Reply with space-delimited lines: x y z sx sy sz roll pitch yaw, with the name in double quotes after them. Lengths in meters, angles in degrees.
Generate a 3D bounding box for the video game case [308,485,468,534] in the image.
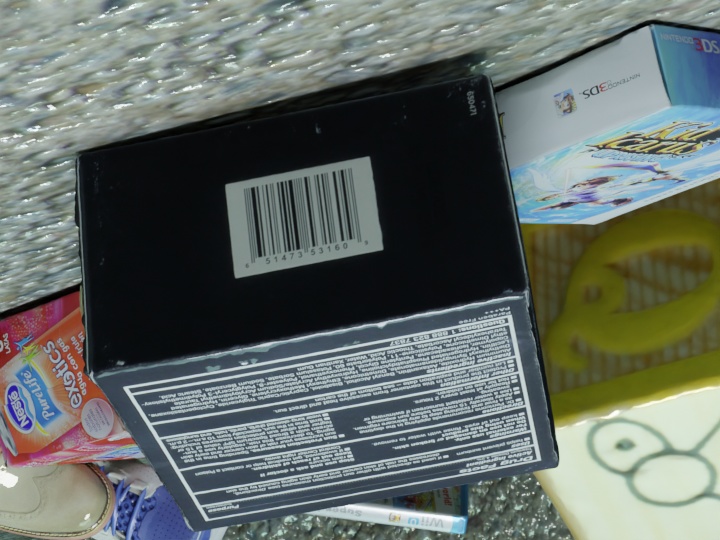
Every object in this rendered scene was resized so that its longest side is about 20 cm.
-0.020 0.137 1.496 0.198 0.018 0.143 7 -155 0 "video game case"

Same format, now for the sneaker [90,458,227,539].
-0.191 0.150 1.400 0.115 0.081 0.199 15 -168 -48 "sneaker"

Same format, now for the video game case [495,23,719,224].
0.135 -0.070 1.066 0.181 0.046 0.199 -22 167 38 "video game case"

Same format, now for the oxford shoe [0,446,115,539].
-0.255 0.121 1.324 0.199 0.071 0.074 20 169 9 "oxford shoe"

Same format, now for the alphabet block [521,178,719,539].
0.212 0.068 1.293 0.194 0.197 0.200 -17 132 17 "alphabet block"

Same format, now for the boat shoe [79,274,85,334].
-0.120 0.027 1.188 0.074 0.067 0.200 -22 149 0 "boat shoe"

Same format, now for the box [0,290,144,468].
-0.142 0.068 1.324 0.099 0.096 0.200 -19 169 28 "box"

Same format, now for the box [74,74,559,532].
-0.016 0.022 0.981 0.198 0.124 0.199 -10 150 4 "box"
